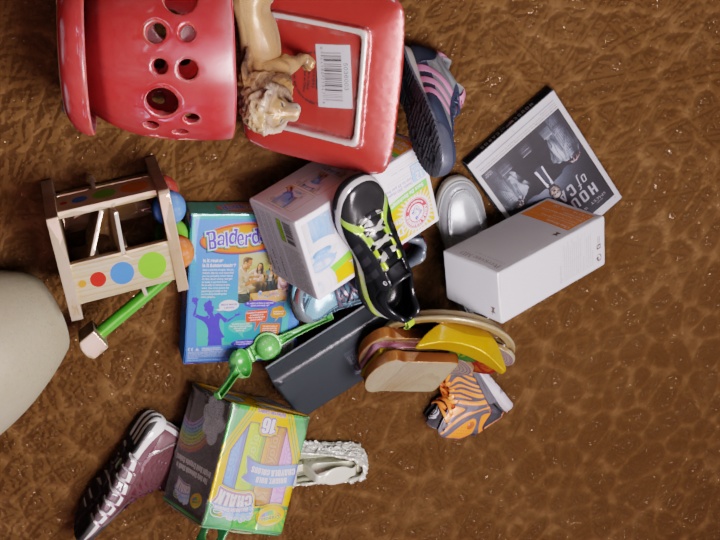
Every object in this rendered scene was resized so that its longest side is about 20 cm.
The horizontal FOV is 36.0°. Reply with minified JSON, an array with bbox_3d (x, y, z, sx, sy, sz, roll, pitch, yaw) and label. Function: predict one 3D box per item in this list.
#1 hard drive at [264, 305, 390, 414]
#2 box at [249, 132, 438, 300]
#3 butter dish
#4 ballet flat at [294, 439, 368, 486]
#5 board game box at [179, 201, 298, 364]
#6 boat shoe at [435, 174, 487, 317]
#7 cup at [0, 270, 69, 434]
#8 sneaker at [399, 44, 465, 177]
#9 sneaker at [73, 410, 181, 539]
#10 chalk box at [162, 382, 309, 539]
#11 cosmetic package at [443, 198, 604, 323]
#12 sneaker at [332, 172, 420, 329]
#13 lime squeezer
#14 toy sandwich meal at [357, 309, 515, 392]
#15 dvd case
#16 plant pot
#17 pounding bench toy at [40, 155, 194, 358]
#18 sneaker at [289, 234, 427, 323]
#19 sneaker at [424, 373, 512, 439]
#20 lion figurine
[{"bbox_3d":[-0.019,0.111,1.452,0.198,0.033,0.140,-32,152,-4],"label":"hard drive"},{"bbox_3d":[-0.016,-0.074,1.331,0.199,0.101,0.114,-34,127,-24],"label":"box"},{"bbox_3d":[-0.022,-0.235,1.279,0.196,0.147,0.204,16,115,23],"label":"butter dish"},{"bbox_3d":[-0.078,0.269,1.521,0.196,0.072,0.073,-2,114,-17],"label":"ballet flat"},{"bbox_3d":[-0.148,0.015,1.394,0.149,0.045,0.204,-1,113,-19],"label":"board game box"},{"bbox_3d":[0.148,-0.025,1.462,0.069,0.072,0.204,-17,118,-10],"label":"boat shoe"},{"bbox_3d":[-0.419,0.080,1.265,0.142,0.199,0.204,-29,122,-33],"label":"cup"},{"bbox_3d":[0.095,-0.192,1.303,0.080,0.203,0.071,1,143,-20],"label":"sneaker"},{"bbox_3d":[-0.283,0.290,1.456,0.115,0.076,0.201,31,100,-31],"label":"sneaker"},{"bbox_3d":[-0.164,0.263,1.412,0.122,0.124,0.204,15,89,-35],"label":"chalk box"},{"bbox_3d":[0.210,-0.017,1.407,0.198,0.101,0.072,-27,123,-32],"label":"cosmetic package"},{"bbox_3d":[0.031,-0.021,1.265,0.071,0.082,0.202,-36,130,-22],"label":"sneaker"},{"bbox_3d":[-0.123,0.101,1.382,0.199,0.070,0.038,-33,91,-36],"label":"lime squeezer"},{"bbox_3d":[0.097,0.113,1.393,0.201,0.072,0.206,4,154,2],"label":"toy sandwich meal"},{"bbox_3d":[0.245,-0.121,1.481,0.150,0.025,0.200,-40,119,2],"label":"dvd case"},{"bbox_3d":[-0.225,-0.240,1.174,0.179,0.201,0.204,-1,114,-9],"label":"plant pot"},{"bbox_3d":[-0.271,-0.009,1.296,0.153,0.124,0.204,-14,117,-13],"label":"pounding bench toy"},{"bbox_3d":[0.000,0.000,1.385,0.199,0.095,0.080,-37,124,-20],"label":"sneaker"},{"bbox_3d":[0.124,0.166,1.536,0.112,0.078,0.200,-41,119,1],"label":"sneaker"},{"bbox_3d":[-0.103,-0.247,1.157,0.071,0.122,0.204,-9,104,30],"label":"lion figurine"}]
